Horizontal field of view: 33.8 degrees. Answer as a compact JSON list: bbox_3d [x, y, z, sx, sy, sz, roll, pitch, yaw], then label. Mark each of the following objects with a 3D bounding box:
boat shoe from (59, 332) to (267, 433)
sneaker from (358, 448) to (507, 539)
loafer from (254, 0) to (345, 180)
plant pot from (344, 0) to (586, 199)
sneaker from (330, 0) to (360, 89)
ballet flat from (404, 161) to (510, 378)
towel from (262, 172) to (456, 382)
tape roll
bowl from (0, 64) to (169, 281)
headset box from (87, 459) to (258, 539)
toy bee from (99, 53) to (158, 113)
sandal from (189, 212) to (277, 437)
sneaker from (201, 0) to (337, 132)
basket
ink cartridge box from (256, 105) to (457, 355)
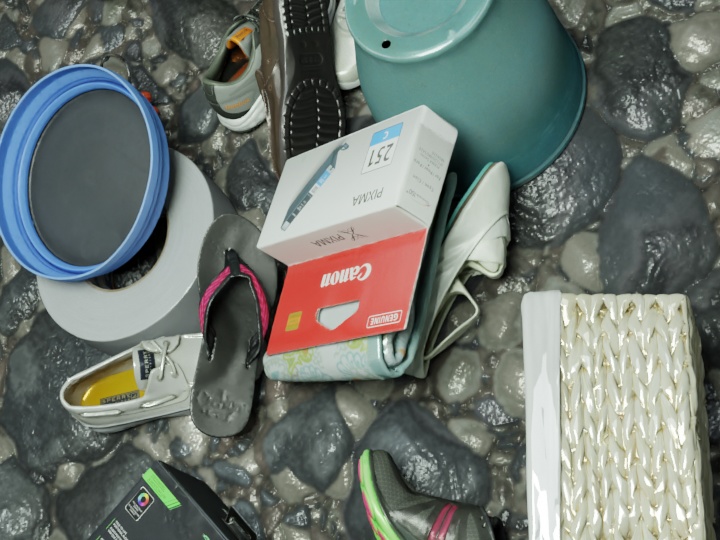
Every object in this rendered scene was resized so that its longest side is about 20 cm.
[{"bbox_3d":[-0.183,0.094,1.086,0.197,0.070,0.072,-17,63,13],"label":"boat shoe"},{"bbox_3d":[0.069,0.215,0.933,0.083,0.077,0.200,-35,60,-15],"label":"sneaker"},{"bbox_3d":[-0.062,-0.175,1.134,0.071,0.072,0.204,1,92,57],"label":"loafer"},{"bbox_3d":[0.081,-0.194,1.026,0.197,0.188,0.203,-9,64,19],"label":"plant pot"},{"bbox_3d":[0.008,-0.274,1.156,0.074,0.081,0.202,19,78,27],"label":"sneaker"},{"bbox_3d":[0.086,0.005,1.015,0.069,0.069,0.201,35,92,31],"label":"ballet flat"},{"bbox_3d":[0.000,0.000,1.023,0.170,0.048,0.203,-11,56,53],"label":"towel"},{"bbox_3d":[-0.215,-0.018,1.153,0.197,0.066,0.204,-9,66,21],"label":"tape roll"},{"bbox_3d":[-0.262,-0.090,1.115,0.198,0.039,0.204,-3,83,29],"label":"bowl"},{"bbox_3d":[-0.155,0.285,0.980,0.200,0.093,0.174,-48,59,-2],"label":"headset box"},{"bbox_3d":[-0.263,-0.148,1.224,0.197,0.108,0.133,-5,97,35],"label":"toy bee"},{"bbox_3d":[-0.112,0.045,1.050,0.074,0.045,0.204,6,74,-8],"label":"sandal"},{"bbox_3d":[-0.089,-0.238,1.184,0.073,0.079,0.202,23,78,32],"label":"sneaker"},{"bbox_3d":[0.192,0.124,0.872,0.121,0.136,0.203,-6,66,19],"label":"basket"},{"bbox_3d":[-0.017,-0.029,0.983,0.199,0.044,0.179,-15,53,51],"label":"ink cartridge box"}]
